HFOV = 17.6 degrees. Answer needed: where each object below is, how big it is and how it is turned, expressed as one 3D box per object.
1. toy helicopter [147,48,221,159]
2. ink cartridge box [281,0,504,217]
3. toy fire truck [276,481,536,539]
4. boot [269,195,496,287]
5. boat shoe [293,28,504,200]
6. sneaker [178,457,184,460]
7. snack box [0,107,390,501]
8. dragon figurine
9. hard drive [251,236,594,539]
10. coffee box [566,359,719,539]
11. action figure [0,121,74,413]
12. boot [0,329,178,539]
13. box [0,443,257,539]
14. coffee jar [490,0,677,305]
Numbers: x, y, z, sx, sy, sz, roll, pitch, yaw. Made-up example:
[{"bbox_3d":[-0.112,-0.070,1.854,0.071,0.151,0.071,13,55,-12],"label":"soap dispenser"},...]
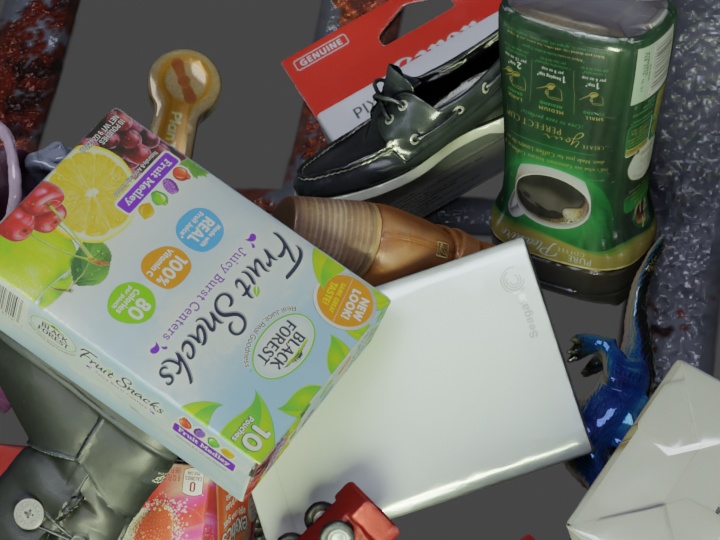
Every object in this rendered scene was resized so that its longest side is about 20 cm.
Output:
[{"bbox_3d":[-0.114,-0.041,1.407,0.131,0.079,0.201,12,69,-1],"label":"toy helicopter"},{"bbox_3d":[0.061,-0.140,1.566,0.199,0.044,0.174,-30,58,-3],"label":"ink cartridge box"},{"bbox_3d":[0.009,0.201,1.329,0.200,0.141,0.049,-44,16,-3],"label":"toy fire truck"},{"bbox_3d":[0.000,0.000,1.468,0.154,0.200,0.077,11,70,-19],"label":"boot"},{"bbox_3d":[0.040,-0.106,1.473,0.198,0.066,0.075,-23,26,-1],"label":"boat shoe"},{"bbox_3d":[-0.054,0.075,1.434,0.198,0.077,0.089,1,87,15],"label":"sneaker"},{"bbox_3d":[-0.104,0.016,1.312,0.199,0.053,0.142,35,56,7],"label":"snack box"},{"bbox_3d":[0.166,0.085,1.393,0.099,0.059,0.201,26,74,25],"label":"dragon figurine"},{"bbox_3d":[0.023,0.075,1.367,0.199,0.026,0.133,-19,83,7],"label":"hard drive"},{"bbox_3d":[0.185,0.153,1.264,0.079,0.200,0.115,29,70,27],"label":"coffee box"},{"bbox_3d":[-0.228,0.025,1.482,0.200,0.149,0.134,-44,49,16],"label":"action figure"},{"bbox_3d":[-0.212,0.133,1.341,0.164,0.066,0.201,36,98,19],"label":"boot"},{"bbox_3d":[-0.170,0.160,1.404,0.199,0.095,0.100,5,85,17],"label":"box"},{"bbox_3d":[0.134,-0.078,1.422,0.104,0.201,0.085,18,38,23],"label":"coffee jar"}]
